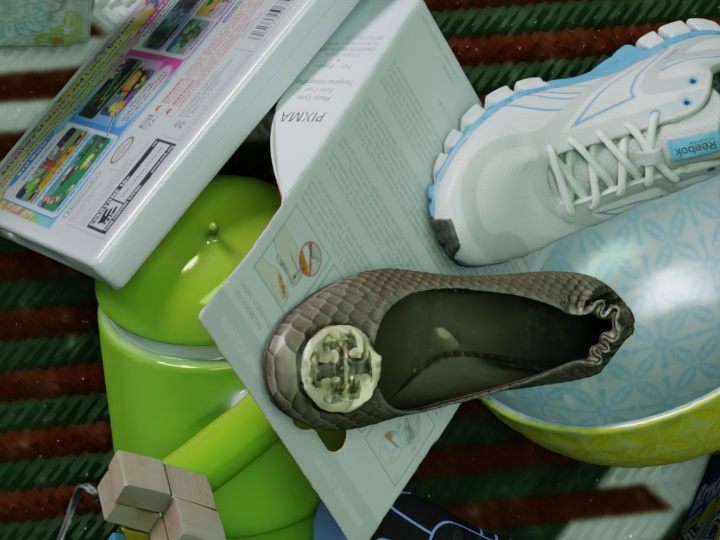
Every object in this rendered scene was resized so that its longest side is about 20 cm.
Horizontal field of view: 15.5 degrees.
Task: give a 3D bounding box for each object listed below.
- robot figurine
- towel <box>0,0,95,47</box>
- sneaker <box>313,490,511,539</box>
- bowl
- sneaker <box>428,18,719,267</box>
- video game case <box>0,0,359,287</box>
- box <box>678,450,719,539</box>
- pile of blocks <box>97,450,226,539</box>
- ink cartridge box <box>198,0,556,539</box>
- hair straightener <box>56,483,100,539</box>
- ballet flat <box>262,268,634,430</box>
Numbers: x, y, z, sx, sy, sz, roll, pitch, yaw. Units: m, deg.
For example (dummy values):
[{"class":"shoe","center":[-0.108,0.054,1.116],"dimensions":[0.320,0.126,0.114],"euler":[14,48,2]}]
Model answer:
[{"class":"robot figurine","center":[-0.062,0.043,1.240],"dimensions":[0.115,0.176,0.200],"euler":[-8,122,-6]},{"class":"towel","center":[-0.215,-0.154,1.225],"dimensions":[0.200,0.171,0.048],"euler":[2,68,-9]},{"class":"sneaker","center":[0.068,0.152,1.255],"dimensions":[0.200,0.078,0.070],"euler":[35,53,-34]},{"class":"bowl","center":[0.149,0.024,1.294],"dimensions":[0.200,0.200,0.108],"euler":[-45,136,-10]},{"class":"sneaker","center":[0.121,-0.060,1.205],"dimensions":[0.200,0.087,0.075],"euler":[-31,113,-24]},{"class":"video game case","center":[-0.088,-0.087,1.240],"dimensions":[0.024,0.182,0.200],"euler":[44,79,-26]},{"class":"box","center":[0.266,0.150,1.332],"dimensions":[0.200,0.070,0.064],"euler":[24,82,-7]},{"class":"pile of blocks","center":[-0.073,0.169,1.181],"dimensions":[0.082,0.062,0.200],"euler":[-25,129,3]},{"class":"ink cartridge box","center":[0.000,0.000,1.193],"dimensions":[0.200,0.047,0.160],"euler":[-56,132,-30]},{"class":"hair straightener","center":[-0.096,0.195,1.278],"dimensions":[0.077,0.041,0.200],"euler":[-29,96,-11]},{"class":"ballet flat","center":[0.045,0.033,1.159],"dimensions":[0.200,0.046,0.068],"euler":[-5,101,-38]}]
